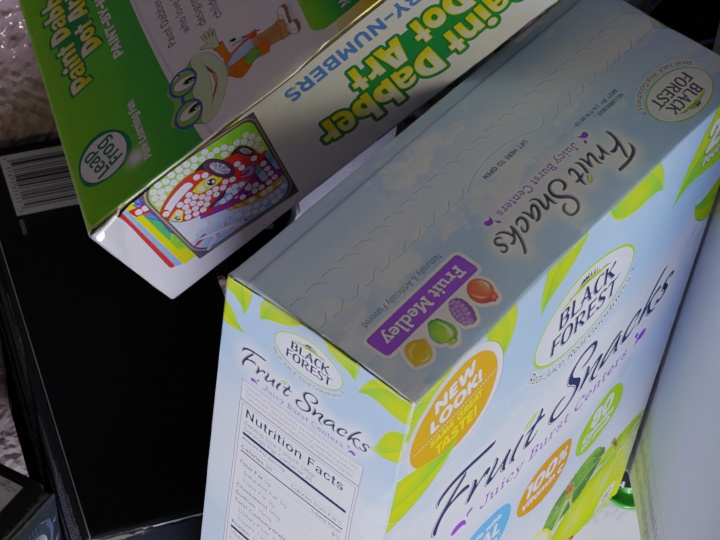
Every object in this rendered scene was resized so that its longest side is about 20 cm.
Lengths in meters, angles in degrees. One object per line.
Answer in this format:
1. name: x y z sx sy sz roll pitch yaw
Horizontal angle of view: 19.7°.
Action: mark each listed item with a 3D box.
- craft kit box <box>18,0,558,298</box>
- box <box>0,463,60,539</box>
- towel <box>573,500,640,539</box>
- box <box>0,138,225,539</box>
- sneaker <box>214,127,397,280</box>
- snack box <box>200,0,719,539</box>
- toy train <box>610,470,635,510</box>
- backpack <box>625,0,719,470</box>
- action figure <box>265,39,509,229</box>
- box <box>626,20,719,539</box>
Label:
1. craft kit box: -0.017 -0.122 0.627 0.197 0.201 0.049 -35 135 12
2. box: -0.199 0.111 0.786 0.044 0.199 0.161 -48 150 -39
3. towel: 0.168 0.111 1.029 0.199 0.048 0.172 10 123 -29
4. box: -0.083 0.064 0.770 0.078 0.201 0.142 -11 134 -15
5. sneaker: 0.000 0.000 0.842 0.139 0.078 0.201 -19 126 -2
6. snack box: 0.028 0.040 0.622 0.169 0.067 0.201 -41 153 -36
7. toy train: 0.040 0.078 0.915 0.198 0.057 0.042 -3 141 -4
8. backpack: 0.189 -0.005 0.790 0.198 0.135 0.184 10 109 -4
9. action figure: 0.007 -0.061 0.711 0.118 0.102 0.200 -28 110 38
10. box: 0.166 0.020 0.621 0.130 0.199 0.202 10 111 -1
